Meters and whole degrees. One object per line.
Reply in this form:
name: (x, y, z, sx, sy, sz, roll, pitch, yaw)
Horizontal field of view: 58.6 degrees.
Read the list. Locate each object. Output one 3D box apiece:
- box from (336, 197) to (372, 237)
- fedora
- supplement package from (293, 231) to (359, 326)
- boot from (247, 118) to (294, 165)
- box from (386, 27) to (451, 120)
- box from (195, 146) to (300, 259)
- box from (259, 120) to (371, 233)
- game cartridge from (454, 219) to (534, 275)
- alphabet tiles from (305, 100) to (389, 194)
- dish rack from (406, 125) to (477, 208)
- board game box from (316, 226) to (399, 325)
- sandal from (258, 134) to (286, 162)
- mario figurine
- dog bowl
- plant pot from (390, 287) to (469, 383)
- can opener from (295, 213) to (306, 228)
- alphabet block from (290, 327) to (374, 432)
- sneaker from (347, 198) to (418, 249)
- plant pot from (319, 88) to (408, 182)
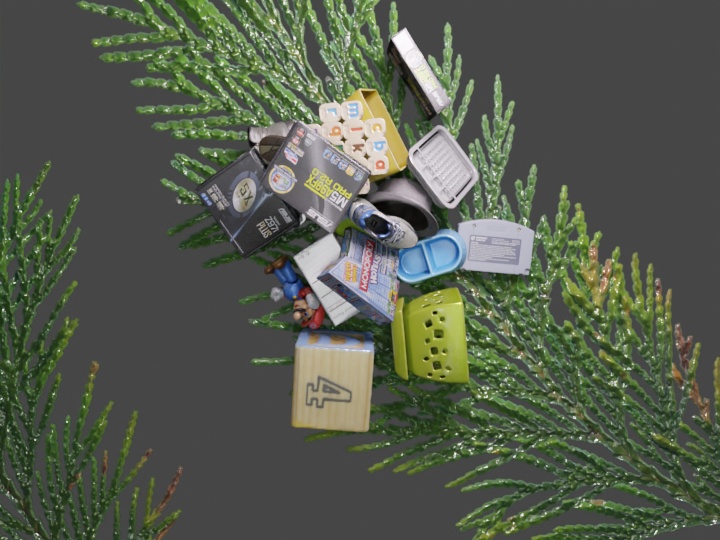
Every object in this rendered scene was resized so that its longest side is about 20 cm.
box: (-0.047, -0.138, 1.549, 0.198, 0.121, 0.048, 29, 61, -30)
fedora: (0.108, -0.163, 1.573, 0.197, 0.177, 0.092, 7, 64, 29)
supplement package: (-0.066, 0.016, 1.606, 0.116, 0.117, 0.202, -31, 97, 2)
boot: (-0.199, -0.264, 1.572, 0.129, 0.068, 0.203, -21, 90, -23)
box: (0.136, -0.459, 1.523, 0.044, 0.160, 0.202, -33, 97, 2)
box: (-0.263, -0.159, 1.519, 0.162, 0.086, 0.202, -31, 107, 9)
box: (-0.098, -0.205, 1.411, 0.199, 0.044, 0.161, 35, 103, -1)
game cartridge: (0.341, -0.062, 1.640, 0.196, 0.042, 0.136, 5, 93, -1)
alphabet tiles: (-0.035, -0.270, 1.428, 0.192, 0.015, 0.204, -4, 101, 8)
dish rack: (0.194, -0.246, 1.558, 0.172, 0.200, 0.043, 50, 137, -6)
board game box: (0.000, 0.000, 1.520, 0.198, 0.061, 0.204, 24, 63, -30)
sandal: (-0.135, -0.263, 1.474, 0.196, 0.055, 0.083, 12, 105, 7)
mario figurine: (-0.168, 0.067, 1.611, 0.105, 0.123, 0.201, -36, 96, -1)
dog bowl: (0.170, -0.032, 1.617, 0.197, 0.050, 0.113, -18, 92, 12)
plant pot: (0.168, 0.161, 1.592, 0.178, 0.199, 0.204, -4, 98, 6)
can opener: (-0.198, -0.201, 1.601, 0.053, 0.067, 0.202, -28, 97, 3)
alphabet block: (-0.067, 0.268, 1.603, 0.192, 0.195, 0.204, 4, 98, 1)
sneaker: (0.059, -0.091, 1.496, 0.198, 0.085, 0.078, 23, 105, -30)
plant pot: (-0.008, -0.297, 1.535, 0.174, 0.200, 0.202, -27, 97, 18)
